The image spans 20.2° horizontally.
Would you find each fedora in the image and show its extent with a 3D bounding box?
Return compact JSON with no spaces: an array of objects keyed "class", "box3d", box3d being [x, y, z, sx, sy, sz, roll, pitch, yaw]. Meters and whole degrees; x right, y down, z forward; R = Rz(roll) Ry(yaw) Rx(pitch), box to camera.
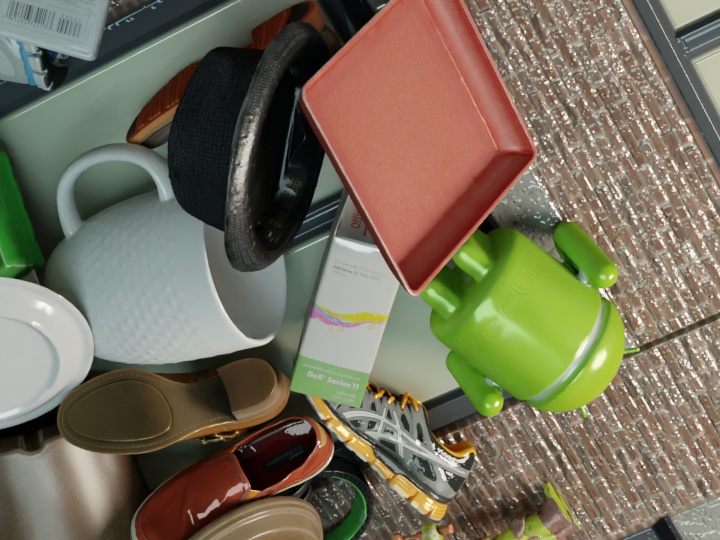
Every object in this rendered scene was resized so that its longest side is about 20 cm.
[{"class":"fedora","box3d":[-0.095,-0.103,1.589,0.091,0.201,0.201,14,122,18]}]

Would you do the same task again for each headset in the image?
[{"class":"headset","box3d":[-0.081,0.231,1.847,0.199,0.094,0.124,2,126,-21]}]

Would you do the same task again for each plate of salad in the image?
[{"class":"plate of salad","box3d":[-0.322,0.065,1.678,0.199,0.048,0.201,-9,140,-8]}]

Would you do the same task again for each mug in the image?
[{"class":"mug","box3d":[-0.181,-0.015,1.707,0.175,0.148,0.201,-12,115,23]}]

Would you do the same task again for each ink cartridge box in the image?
[{"class":"ink cartridge box","box3d":[0.000,0.000,1.712,0.067,0.117,0.201,15,120,-2]}]

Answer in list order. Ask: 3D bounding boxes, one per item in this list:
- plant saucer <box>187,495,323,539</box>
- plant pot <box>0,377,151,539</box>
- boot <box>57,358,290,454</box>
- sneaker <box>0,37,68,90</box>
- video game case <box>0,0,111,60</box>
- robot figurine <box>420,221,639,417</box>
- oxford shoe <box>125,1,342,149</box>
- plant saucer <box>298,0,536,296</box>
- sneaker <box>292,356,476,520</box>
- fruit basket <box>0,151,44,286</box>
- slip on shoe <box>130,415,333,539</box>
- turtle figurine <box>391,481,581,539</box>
[{"class":"plant saucer","box3d":[-0.111,0.284,1.801,0.200,0.029,0.201,-28,145,-22]},{"class":"plant pot","box3d":[-0.273,0.216,1.830,0.199,0.200,0.199,-11,110,11]},{"class":"boot","box3d":[-0.158,0.129,1.776,0.199,0.155,0.074,-9,78,0]},{"class":"sneaker","box3d":[-0.301,-0.238,1.634,0.086,0.075,0.201,1,118,15]},{"class":"video game case","box3d":[-0.278,-0.276,1.558,0.199,0.023,0.183,15,98,-1]},{"class":"robot figurine","box3d":[0.141,0.043,1.725,0.200,0.116,0.176,35,105,-15]},{"class":"oxford shoe","box3d":[-0.103,-0.142,1.670,0.199,0.071,0.073,-27,118,18]},{"class":"plant saucer","box3d":[0.041,-0.116,1.622,0.037,0.200,0.200,-1,127,45]},{"class":"sneaker","box3d":[0.020,0.136,1.822,0.200,0.078,0.077,42,92,-16]},{"class":"fruit basket","box3d":[-0.373,-0.020,1.737,0.199,0.094,0.186,-25,82,30]},{"class":"slip on shoe","box3d":[-0.114,0.186,1.776,0.199,0.074,0.061,-28,160,-9]},{"class":"turtle figurine","box3d":[0.117,0.256,1.843,0.161,0.065,0.200,-32,145,7]}]
